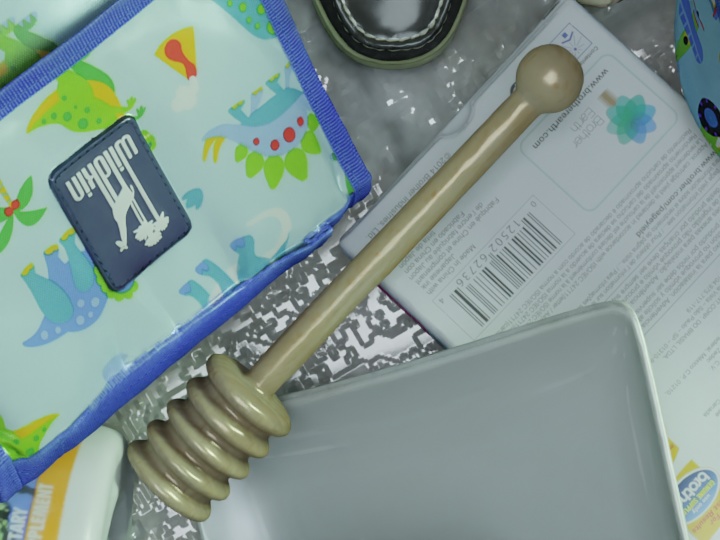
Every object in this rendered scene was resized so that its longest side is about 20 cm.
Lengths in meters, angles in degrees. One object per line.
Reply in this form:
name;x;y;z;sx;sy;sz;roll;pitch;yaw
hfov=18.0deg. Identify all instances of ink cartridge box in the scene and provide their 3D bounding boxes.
ink cartridge box;0.103;0.016;0.777;0.200;0.042;0.119;43;87;15

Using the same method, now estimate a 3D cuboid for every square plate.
square plate;0.039;0.127;0.762;0.197;0.028;0.201;-18;86;36

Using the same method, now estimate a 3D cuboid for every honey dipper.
honey dipper;0.000;0.000;0.760;0.038;0.038;0.200;42;97;1

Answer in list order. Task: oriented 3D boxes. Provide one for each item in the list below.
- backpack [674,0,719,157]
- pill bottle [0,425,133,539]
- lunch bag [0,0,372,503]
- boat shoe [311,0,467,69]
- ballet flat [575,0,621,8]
backpack;0.187;-0.109;0.704;0.181;0.135;0.201;15;94;6
pill bottle;-0.183;0.098;0.773;0.198;0.112;0.113;6;91;1
lunch bag;-0.117;-0.051;0.744;0.170;0.127;0.200;-40;91;-20
boat shoe;0.008;-0.172;0.787;0.071;0.066;0.202;1;90;2
ballet flat;0.060;-0.186;0.771;0.057;0.066;0.201;-19;107;-27
